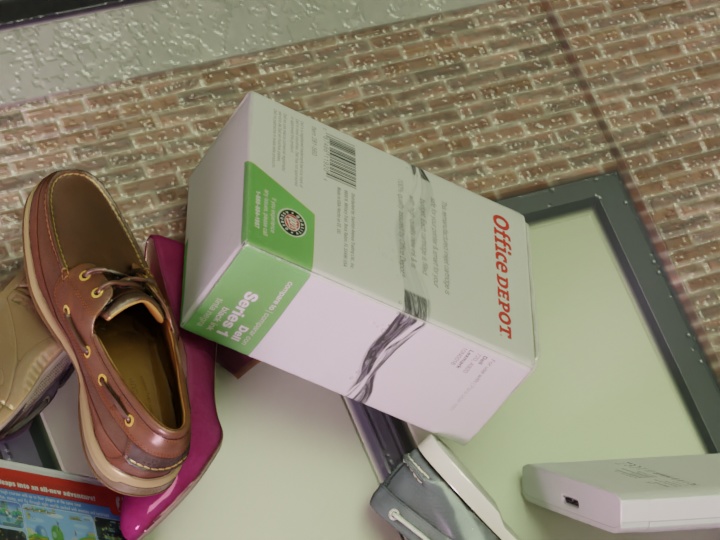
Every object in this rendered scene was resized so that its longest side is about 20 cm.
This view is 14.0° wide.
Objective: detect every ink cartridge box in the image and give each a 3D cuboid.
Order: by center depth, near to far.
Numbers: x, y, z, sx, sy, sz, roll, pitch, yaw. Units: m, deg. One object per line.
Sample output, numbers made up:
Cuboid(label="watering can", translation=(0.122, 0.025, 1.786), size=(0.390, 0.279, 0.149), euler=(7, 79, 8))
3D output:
Cuboid(label="ink cartridge box", translation=(0.000, 0.000, 1.761), size=(0.200, 0.084, 0.146), euler=(25, 37, -19))

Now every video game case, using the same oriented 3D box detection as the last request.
Cuboid(label="video game case", translation=(-0.160, 0.205, 1.625), size=(0.143, 0.017, 0.201), euler=(17, 53, -51))

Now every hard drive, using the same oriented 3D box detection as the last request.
Cuboid(label="hard drive", translation=(0.217, 0.134, 1.795), size=(0.199, 0.132, 0.026), euler=(-1, 96, -23))

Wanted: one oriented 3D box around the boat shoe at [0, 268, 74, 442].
Cuboid(label="boat shoe", translation=(-0.215, 0.071, 1.685), size=(0.072, 0.065, 0.200), euler=(26, 51, 19))

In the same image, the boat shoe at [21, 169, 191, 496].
Cuboid(label="boat shoe", translation=(-0.136, 0.025, 1.660), size=(0.072, 0.068, 0.201), euler=(-5, 63, -31))

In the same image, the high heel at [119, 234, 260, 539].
Cuboid(label="high heel", translation=(-0.122, 0.069, 1.723), size=(0.096, 0.067, 0.200), euler=(38, 41, -12))

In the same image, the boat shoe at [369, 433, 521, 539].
Cuboid(label="boat shoe", translation=(0.083, 0.193, 1.757), size=(0.062, 0.073, 0.200), euler=(-38, 86, 3))
